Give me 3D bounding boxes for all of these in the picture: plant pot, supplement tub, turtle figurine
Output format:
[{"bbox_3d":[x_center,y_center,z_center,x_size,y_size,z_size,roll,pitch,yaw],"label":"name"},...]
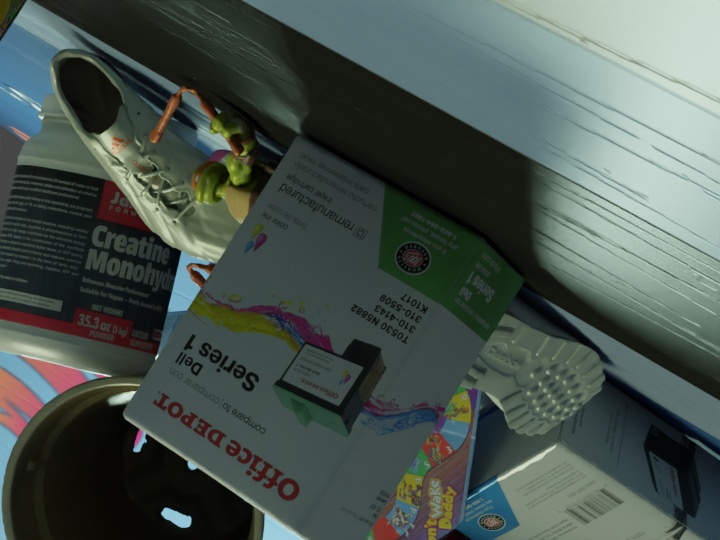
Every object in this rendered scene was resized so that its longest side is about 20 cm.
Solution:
[{"bbox_3d":[-0.151,0.166,1.568,0.200,0.201,0.183,32,-169,5],"label":"plant pot"},{"bbox_3d":[-0.207,-0.024,1.572,0.140,0.201,0.140,13,176,1],"label":"supplement tub"},{"bbox_3d":[-0.054,-0.034,1.349,0.161,0.064,0.201,25,140,25],"label":"turtle figurine"}]

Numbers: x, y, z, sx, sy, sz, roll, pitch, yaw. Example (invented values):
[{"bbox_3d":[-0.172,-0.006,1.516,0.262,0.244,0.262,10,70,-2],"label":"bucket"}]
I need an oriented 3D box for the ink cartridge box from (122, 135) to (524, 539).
[{"bbox_3d":[-0.022,0.046,1.195,0.145,0.200,0.084,30,176,28],"label":"ink cartridge box"}]

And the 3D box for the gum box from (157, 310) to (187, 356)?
[{"bbox_3d":[-0.057,0.086,1.623,0.170,0.045,0.200,33,160,-27],"label":"gum box"}]

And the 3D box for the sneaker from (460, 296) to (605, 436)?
[{"bbox_3d":[0.091,0.043,1.312,0.081,0.076,0.200,51,-173,37],"label":"sneaker"}]

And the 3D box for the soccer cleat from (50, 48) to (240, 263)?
[{"bbox_3d":[-0.155,-0.081,1.463,0.200,0.069,0.078,46,-178,10],"label":"soccer cleat"}]

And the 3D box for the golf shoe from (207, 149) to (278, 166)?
[{"bbox_3d":[-0.035,-0.009,1.418,0.200,0.092,0.075,34,177,9],"label":"golf shoe"}]

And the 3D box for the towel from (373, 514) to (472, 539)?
[{"bbox_3d":[0.083,0.202,1.531,0.200,0.144,0.022,55,140,3],"label":"towel"}]

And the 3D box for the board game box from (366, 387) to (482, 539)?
[{"bbox_3d":[0.003,0.108,1.454,0.157,0.201,0.039,11,-171,22],"label":"board game box"}]

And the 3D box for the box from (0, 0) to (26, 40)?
[{"bbox_3d":[-0.346,-0.194,1.395,0.192,0.122,0.200,34,175,-16],"label":"box"}]

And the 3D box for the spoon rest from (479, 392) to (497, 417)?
[{"bbox_3d":[0.141,0.107,1.532,0.200,0.061,0.099,35,143,-1],"label":"spoon rest"}]

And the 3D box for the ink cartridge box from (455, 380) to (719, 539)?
[{"bbox_3d":[0.179,0.173,1.494,0.200,0.084,0.145,35,135,-19],"label":"ink cartridge box"}]
